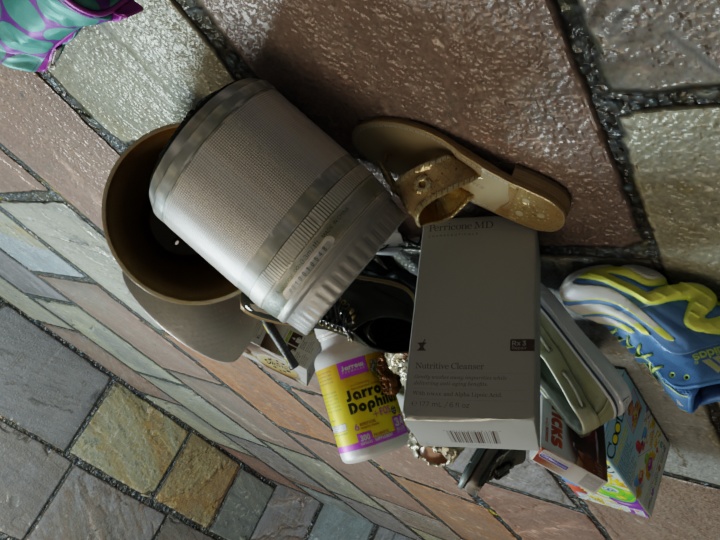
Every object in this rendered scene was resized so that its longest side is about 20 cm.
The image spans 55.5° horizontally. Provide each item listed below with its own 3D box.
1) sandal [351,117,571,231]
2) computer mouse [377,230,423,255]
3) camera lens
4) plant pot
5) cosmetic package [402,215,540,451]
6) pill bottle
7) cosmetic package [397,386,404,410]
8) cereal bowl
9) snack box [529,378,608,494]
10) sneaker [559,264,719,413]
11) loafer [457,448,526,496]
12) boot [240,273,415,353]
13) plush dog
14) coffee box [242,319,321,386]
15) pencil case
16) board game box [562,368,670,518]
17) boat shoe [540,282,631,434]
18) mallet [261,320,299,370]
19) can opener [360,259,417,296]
[{"bbox_3d":[0.073,-0.067,0.600,0.210,0.070,0.078,22,155,14],"label":"sandal"},{"bbox_3d":[0.010,-0.036,0.760,0.198,0.044,0.110,23,156,11],"label":"computer mouse"},{"bbox_3d":[-0.078,-0.060,0.628,0.200,0.160,0.160,41,155,1],"label":"camera lens"},{"bbox_3d":[-0.200,-0.062,0.797,0.186,0.187,0.200,35,171,-17],"label":"plant pot"},{"bbox_3d":[0.107,0.052,0.619,0.112,0.202,0.081,-3,148,16],"label":"cosmetic package"},{"bbox_3d":[-0.005,0.168,0.994,0.104,0.103,0.202,-38,68,64],"label":"pill bottle"},{"bbox_3d":[0.126,0.190,1.047,0.198,0.074,0.102,18,154,27],"label":"cosmetic package"},{"bbox_3d":[-0.220,0.030,0.941,0.200,0.083,0.200,42,-176,-3],"label":"cereal bowl"},{"bbox_3d":[0.214,0.133,0.708,0.071,0.200,0.024,28,124,-1],"label":"snack box"},{"bbox_3d":[0.265,0.060,0.605,0.198,0.106,0.076,10,151,33],"label":"sneaker"},{"bbox_3d":[0.193,0.207,0.856,0.063,0.200,0.072,32,140,16],"label":"loafer"},{"bbox_3d":[-0.033,0.040,0.722,0.198,0.078,0.138,0,-166,-3],"label":"boot"},{"bbox_3d":[0.110,0.128,0.906,0.171,0.160,0.201,39,129,9],"label":"plush dog"},{"bbox_3d":[-0.163,0.110,1.182,0.199,0.080,0.113,25,157,6],"label":"coffee box"},{"bbox_3d":[-0.272,-0.240,0.608,0.199,0.085,0.093,-1,127,48],"label":"pencil case"},{"bbox_3d":[0.302,0.212,0.865,0.102,0.105,0.200,3,145,43],"label":"board game box"},{"bbox_3d":[0.177,0.070,0.678,0.200,0.062,0.072,49,157,29],"label":"boat shoe"},{"bbox_3d":[-0.150,0.058,1.027,0.201,0.041,0.066,54,155,10],"label":"mallet"},{"bbox_3d":[0.000,0.000,0.823,0.199,0.064,0.079,30,120,-16],"label":"can opener"}]
